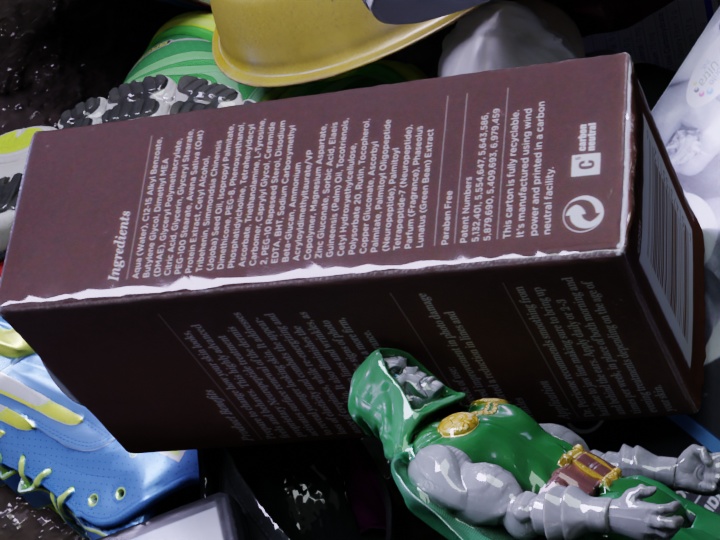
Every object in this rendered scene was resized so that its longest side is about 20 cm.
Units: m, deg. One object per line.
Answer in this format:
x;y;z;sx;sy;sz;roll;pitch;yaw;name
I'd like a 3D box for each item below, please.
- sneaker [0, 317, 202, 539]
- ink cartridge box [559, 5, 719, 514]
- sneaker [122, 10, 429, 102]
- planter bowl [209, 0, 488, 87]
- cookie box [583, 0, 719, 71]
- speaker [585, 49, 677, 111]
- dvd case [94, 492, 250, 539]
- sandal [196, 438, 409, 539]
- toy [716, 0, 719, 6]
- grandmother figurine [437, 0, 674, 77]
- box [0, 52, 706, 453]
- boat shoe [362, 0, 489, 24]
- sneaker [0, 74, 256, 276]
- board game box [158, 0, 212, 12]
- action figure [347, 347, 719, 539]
-0.108;0.060;0.811;0.199;0.076;0.106;-7;48;13;sneaker
0.140;0.041;0.697;0.200;0.043;0.199;39;100;37;ink cartridge box
-0.027;-0.044;0.881;0.199;0.074;0.084;19;55;43;sneaker
0.007;-0.164;0.827;0.200;0.084;0.201;-27;27;15;planter bowl
0.127;-0.164;0.928;0.199;0.075;0.172;-20;46;1;cookie box
0.157;-0.013;0.780;0.199;0.081;0.081;23;60;34;speaker
-0.084;0.172;0.660;0.142;0.018;0.201;-22;49;6;dvd case
-0.021;0.076;0.743;0.075;0.048;0.202;-9;66;-17;sandal
0.182;-0.096;0.762;0.114;0.200;0.048;11;75;25;toy
0.097;-0.121;0.808;0.200;0.061;0.121;-50;27;-23;grandmother figurine
0.000;0.000;0.689;0.199;0.100;0.075;-7;57;19;box
0.082;-0.145;0.732;0.199;0.071;0.070;-20;73;-8;boat shoe
-0.099;-0.016;0.859;0.199;0.085;0.077;-9;44;33;sneaker
-0.147;-0.167;0.923;0.147;0.199;0.065;20;95;51;board game box
0.080;0.078;0.625;0.199;0.055;0.118;27;18;18;action figure
